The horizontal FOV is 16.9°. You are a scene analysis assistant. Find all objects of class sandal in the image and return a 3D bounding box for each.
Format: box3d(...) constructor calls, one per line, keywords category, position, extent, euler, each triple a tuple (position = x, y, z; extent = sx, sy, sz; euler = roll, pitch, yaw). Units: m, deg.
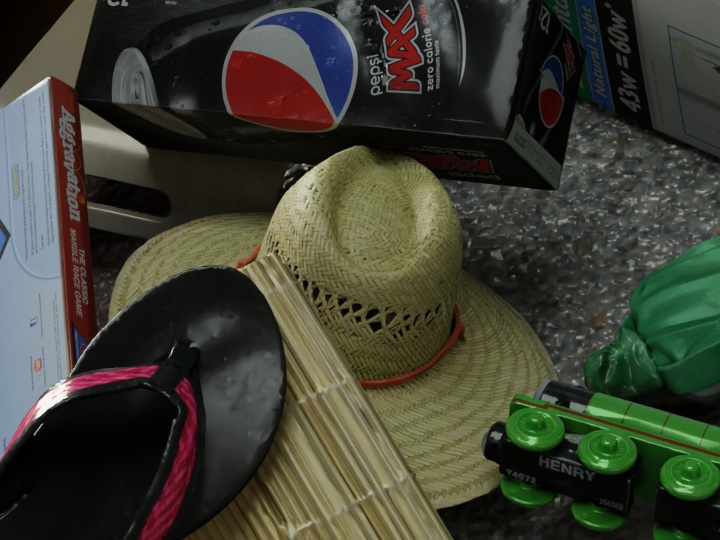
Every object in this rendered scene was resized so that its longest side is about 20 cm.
box3d(category="sandal", position=(-0.093, 0.074, 0.827), extent=(0.075, 0.045, 0.200), euler=(39, 64, 9))

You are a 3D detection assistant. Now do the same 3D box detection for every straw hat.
box3d(category="straw hat", position=(0.000, 0.000, 0.945), extent=(0.200, 0.085, 0.201), euler=(11, 32, -7))

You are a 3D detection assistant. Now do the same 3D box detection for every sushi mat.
box3d(category="sushi mat", position=(-0.021, 0.098, 0.866), extent=(0.095, 0.012, 0.200), euler=(-32, 75, 0))

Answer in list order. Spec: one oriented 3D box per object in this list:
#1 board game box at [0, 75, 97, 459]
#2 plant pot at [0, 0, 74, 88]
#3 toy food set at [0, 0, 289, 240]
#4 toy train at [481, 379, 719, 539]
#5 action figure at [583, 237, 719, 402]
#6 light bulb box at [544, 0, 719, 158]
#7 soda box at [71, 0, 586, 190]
box3d(category="board game box", position=(-0.147, 0.027, 0.960), extent=(0.103, 0.019, 0.201), euler=(-30, 50, 27))
box3d(category="plant pot", position=(-0.250, -0.132, 1.172), extent=(0.199, 0.187, 0.187), euler=(-5, 41, 28))
box3d(category="toy food set", position=(-0.073, -0.084, 1.139), extent=(0.143, 0.061, 0.200), euler=(12, 40, 16))
box3d(category="toy train", position=(0.142, 0.082, 0.886), extent=(0.199, 0.042, 0.056), euler=(17, 41, 19))
box3d(category="action figure", position=(0.182, 0.008, 0.964), extent=(0.199, 0.055, 0.118), euler=(-20, 42, 5))
box3d(category="light bulb box", position=(0.193, -0.157, 1.088), extent=(0.200, 0.125, 0.198), euler=(28, 56, 37))
box3d(category="soda box", position=(-0.014, -0.081, 0.996), extent=(0.199, 0.071, 0.064), euler=(7, 77, 26))
